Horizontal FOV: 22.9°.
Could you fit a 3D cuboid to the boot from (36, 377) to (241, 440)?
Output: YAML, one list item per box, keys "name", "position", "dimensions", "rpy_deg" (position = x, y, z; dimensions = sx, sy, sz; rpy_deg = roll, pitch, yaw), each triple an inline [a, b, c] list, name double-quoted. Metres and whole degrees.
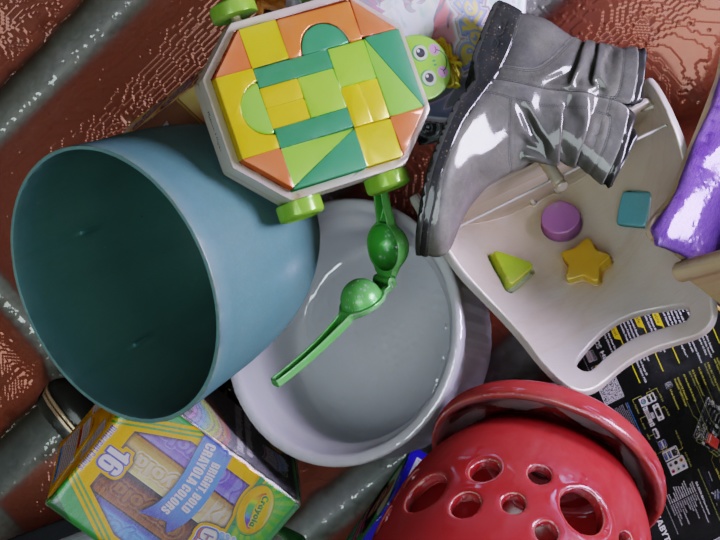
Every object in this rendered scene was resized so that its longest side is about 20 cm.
- name: "boot"
  position: [-0.152, 0.116, 1.469]
  dimensions: [0.199, 0.078, 0.139]
  rpy_deg: [35, 105, -14]

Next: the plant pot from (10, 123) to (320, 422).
- name: "plant pot"
  position: [-0.124, -0.015, 1.275]
  dimensions: [0.200, 0.161, 0.202]
  rpy_deg: [17, 119, 34]

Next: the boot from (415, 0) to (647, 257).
- name: "boot"
  position: [0.123, -0.086, 1.243]
  dimensions: [0.130, 0.068, 0.201]
  rpy_deg: [21, 78, 5]

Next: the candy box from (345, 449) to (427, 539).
- name: "candy box"
  position: [0.061, 0.264, 1.430]
  dimensions: [0.168, 0.077, 0.200]
  rpy_deg: [32, 129, 0]

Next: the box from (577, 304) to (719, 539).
- name: "box"
  position: [0.248, 0.104, 1.351]
  dimensions: [0.159, 0.049, 0.201]
  rpy_deg: [-26, 94, -12]

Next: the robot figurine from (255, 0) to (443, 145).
- name: "robot figurine"
  position: [0.000, -0.172, 1.359]
  dimensions: [0.198, 0.058, 0.146]
  rpy_deg: [11, 108, 8]

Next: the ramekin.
- name: "ramekin"
  position: [0.004, 0.051, 1.366]
  dimensions: [0.199, 0.098, 0.202]
  rpy_deg: [-4, 81, 26]

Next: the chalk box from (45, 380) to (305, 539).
- name: "chalk box"
  position: [-0.127, 0.173, 1.388]
  dimensions: [0.200, 0.125, 0.124]
  rpy_deg: [40, 99, -13]

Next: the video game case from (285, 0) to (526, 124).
- name: "video game case"
  position: [0.036, -0.210, 1.288]
  dimensions: [0.181, 0.023, 0.202]
  rpy_deg: [5, 87, -18]

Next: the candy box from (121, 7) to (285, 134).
- name: "candy box"
  position: [-0.091, -0.101, 1.357]
  dimensions: [0.199, 0.057, 0.117]
  rpy_deg: [-29, 107, 38]

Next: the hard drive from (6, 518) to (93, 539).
- name: "hard drive"
  position: [-0.250, 0.266, 1.507]
  dimensions: [0.199, 0.033, 0.140]
  rpy_deg: [-22, 136, 18]

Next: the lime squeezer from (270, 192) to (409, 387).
- name: "lime squeezer"
  position: [0.000, 0.000, 1.278]
  dimensions: [0.038, 0.071, 0.201]
  rpy_deg: [18, 83, 34]

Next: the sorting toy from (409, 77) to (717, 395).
- name: "sorting toy"
  position: [0.166, -0.008, 1.295]
  dimensions: [0.199, 0.107, 0.181]
  rpy_deg: [-26, 66, -2]

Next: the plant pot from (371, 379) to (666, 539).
- name: "plant pot"
  position: [0.113, 0.195, 1.251]
  dimensions: [0.199, 0.183, 0.201]
  rpy_deg: [15, 140, 13]

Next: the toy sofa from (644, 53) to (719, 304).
- name: "toy sofa"
  position: [0.288, -0.077, 1.251]
  dimensions: [0.097, 0.083, 0.201]
  rpy_deg: [36, 65, -20]

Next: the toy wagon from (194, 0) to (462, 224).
- name: "toy wagon"
  position: [-0.013, -0.127, 1.227]
  dimensions: [0.199, 0.040, 0.156]
  rpy_deg: [-18, 87, -22]
